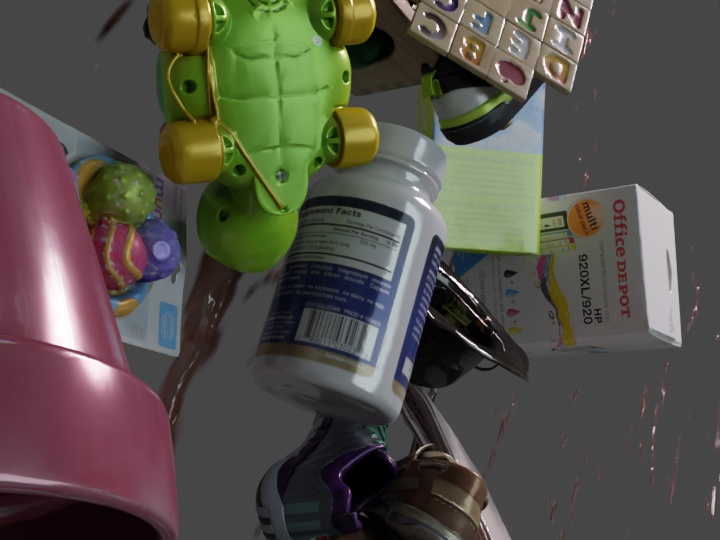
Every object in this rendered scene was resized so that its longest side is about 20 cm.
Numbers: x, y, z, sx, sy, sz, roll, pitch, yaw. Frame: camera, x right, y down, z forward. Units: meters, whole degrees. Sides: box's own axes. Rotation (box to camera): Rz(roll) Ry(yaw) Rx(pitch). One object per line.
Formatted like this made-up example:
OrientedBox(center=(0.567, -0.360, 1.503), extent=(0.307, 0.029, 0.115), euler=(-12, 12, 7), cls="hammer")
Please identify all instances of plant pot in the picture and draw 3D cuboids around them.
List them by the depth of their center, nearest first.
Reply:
OrientedBox(center=(-0.176, 0.032, 0.438), extent=(0.200, 0.198, 0.181), euler=(35, 39, -54), cls="plant pot")

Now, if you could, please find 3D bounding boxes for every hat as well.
OrientedBox(center=(0.057, 0.049, 0.946), extent=(0.200, 0.081, 0.201), euler=(43, 12, -11), cls="hat")

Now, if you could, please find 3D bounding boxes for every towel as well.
OrientedBox(center=(0.098, 0.213, 0.962), extent=(0.201, 0.032, 0.192), euler=(59, 6, -50), cls="towel")

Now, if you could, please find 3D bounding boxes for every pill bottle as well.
OrientedBox(center=(0.000, 0.000, 0.806), extent=(0.111, 0.110, 0.202), euler=(41, 60, -51), cls="pill bottle")

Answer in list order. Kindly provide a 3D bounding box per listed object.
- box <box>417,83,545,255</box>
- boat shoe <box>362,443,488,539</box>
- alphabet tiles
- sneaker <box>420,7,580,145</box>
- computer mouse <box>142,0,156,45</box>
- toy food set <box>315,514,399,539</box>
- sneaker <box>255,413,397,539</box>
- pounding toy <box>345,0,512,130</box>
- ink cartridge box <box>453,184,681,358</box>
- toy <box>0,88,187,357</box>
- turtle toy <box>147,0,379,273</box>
OrientedBox(center=(0.114, -0.118, 1.061), extent=(0.121, 0.048, 0.203), euler=(3, 88, -20), cls="box")
OrientedBox(center=(0.050, 0.171, 0.835), extent=(0.075, 0.200, 0.072), euler=(37, 79, -10), cls="boat shoe")
OrientedBox(center=(0.102, -0.219, 0.851), extent=(0.165, 0.006, 0.201), euler=(29, 52, -11), cls="alphabet tiles")
OrientedBox(center=(0.109, -0.179, 0.863), extent=(0.083, 0.071, 0.200), euler=(56, 46, -20), cls="sneaker")
OrientedBox(center=(-0.078, -0.150, 0.804), extent=(0.200, 0.043, 0.111), euler=(46, 40, -41), cls="computer mouse")
OrientedBox(center=(0.049, 0.250, 0.823), extent=(0.049, 0.199, 0.198), euler=(-55, 136, -3), cls="toy food set")
OrientedBox(center=(0.003, 0.139, 0.837), extent=(0.200, 0.087, 0.075), euler=(-51, 127, -54), cls="sneaker")
OrientedBox(center=(0.030, -0.233, 0.918), extent=(0.184, 0.141, 0.202), euler=(34, 55, -55), cls="pounding toy")
OrientedBox(center=(0.214, 0.008, 1.148), extent=(0.144, 0.198, 0.149), euler=(16, 69, -60), cls="ink cartridge box")
OrientedBox(center=(-0.146, -0.025, 0.637), extent=(0.200, 0.047, 0.117), euler=(25, 62, -58), cls="toy")
OrientedBox(center=(-0.070, -0.096, 0.702), extent=(0.144, 0.101, 0.203), euler=(-8, 103, -29), cls="turtle toy")
